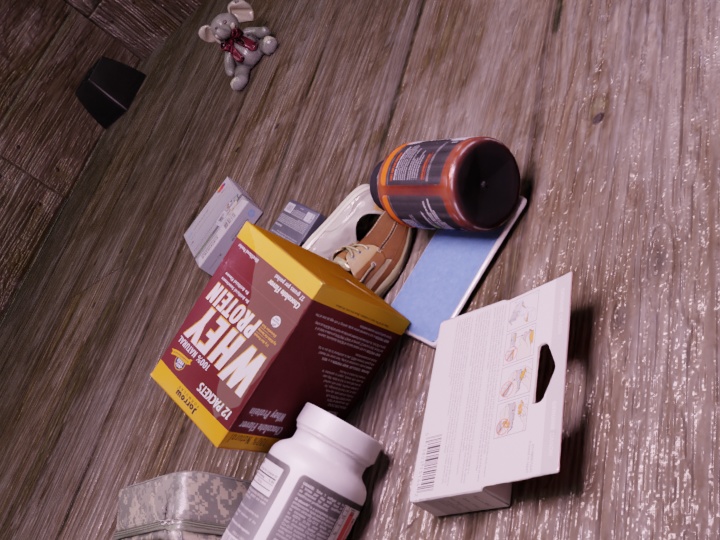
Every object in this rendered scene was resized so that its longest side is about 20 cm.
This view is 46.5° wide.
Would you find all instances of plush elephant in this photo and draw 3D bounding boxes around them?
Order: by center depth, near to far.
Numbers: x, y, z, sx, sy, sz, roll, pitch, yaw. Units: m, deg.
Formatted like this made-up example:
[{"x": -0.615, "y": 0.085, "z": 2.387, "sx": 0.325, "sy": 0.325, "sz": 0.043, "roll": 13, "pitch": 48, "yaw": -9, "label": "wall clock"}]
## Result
[{"x": -0.318, "y": -0.589, "z": 2.130, "sx": 0.165, "sy": 0.154, "sz": 0.201, "roll": -43, "pitch": 30, "yaw": 19, "label": "plush elephant"}]

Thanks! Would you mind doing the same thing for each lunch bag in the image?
[{"x": -0.207, "y": 0.337, "z": 0.989, "sx": 0.199, "sy": 0.139, "sz": 0.169, "roll": -24, "pitch": 56, "yaw": 44, "label": "lunch bag"}]

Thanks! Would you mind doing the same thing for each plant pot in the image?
[{"x": -0.987, "y": -0.710, "z": 3.271, "sx": 0.199, "sy": 0.177, "sz": 0.201, "roll": -21, "pitch": 42, "yaw": 45, "label": "plant pot"}]

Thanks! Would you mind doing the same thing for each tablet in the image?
[{"x": 0.110, "y": -0.009, "z": 0.994, "sx": 0.201, "sy": 0.014, "sz": 0.130, "roll": -59, "pitch": 28, "yaw": -5, "label": "tablet"}]

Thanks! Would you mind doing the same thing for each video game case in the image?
[{"x": -0.143, "y": -0.021, "z": 1.392, "sx": 0.201, "sy": 0.019, "sz": 0.143, "roll": -57, "pitch": 28, "yaw": -2, "label": "video game case"}]

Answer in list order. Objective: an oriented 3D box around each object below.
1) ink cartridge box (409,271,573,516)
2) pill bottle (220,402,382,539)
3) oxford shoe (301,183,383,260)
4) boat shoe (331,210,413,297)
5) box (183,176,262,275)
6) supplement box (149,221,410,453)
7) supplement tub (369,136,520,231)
[{"x": 0.134, "y": 0.118, "z": 0.785, "sx": 0.176, "sy": 0.045, "sz": 0.201, "roll": -25, "pitch": 40, "yaw": 44, "label": "ink cartridge box"}, {"x": -0.064, "y": 0.249, "z": 0.873, "sx": 0.116, "sy": 0.116, "sz": 0.201, "roll": 9, "pitch": 66, "yaw": 59, "label": "pill bottle"}, {"x": -0.034, "y": -0.032, "z": 1.193, "sx": 0.200, "sy": 0.075, "sz": 0.058, "roll": -49, "pitch": 64, "yaw": 14, "label": "oxford shoe"}, {"x": 0.000, "y": 0.000, "z": 1.089, "sx": 0.075, "sy": 0.074, "sz": 0.201, "roll": 3, "pitch": 62, "yaw": 57, "label": "boat shoe"}, {"x": -0.273, "y": -0.090, "z": 1.643, "sx": 0.156, "sy": 0.041, "sz": 0.200, "roll": -53, "pitch": 29, "yaw": 3, "label": "box"}, {"x": -0.085, "y": 0.086, "z": 0.945, "sx": 0.132, "sy": 0.197, "sz": 0.201, "roll": 37, "pitch": 96, "yaw": 33, "label": "supplement box"}, {"x": 0.090, "y": -0.103, "z": 0.999, "sx": 0.199, "sy": 0.107, "sz": 0.108, "roll": 10, "pitch": 67, "yaw": 58, "label": "supplement tub"}]
